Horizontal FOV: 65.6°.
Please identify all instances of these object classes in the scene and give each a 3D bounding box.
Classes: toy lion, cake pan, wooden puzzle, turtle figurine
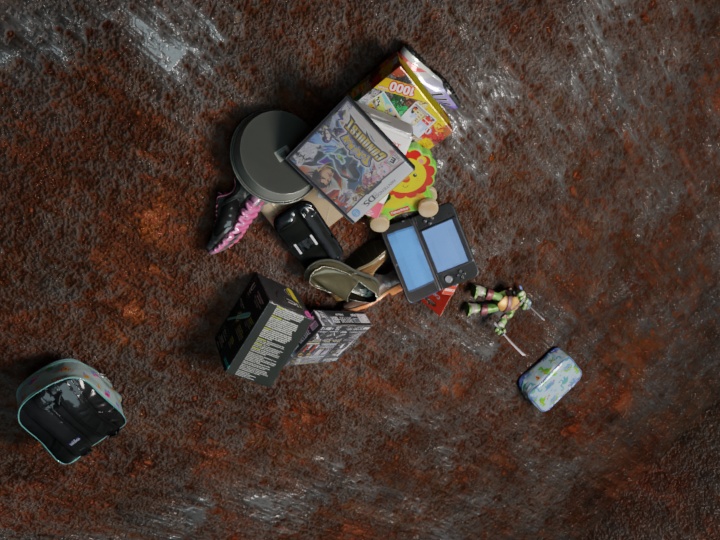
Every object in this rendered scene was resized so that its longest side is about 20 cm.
[{"bbox_3d":[0.084,-0.198,1.280,0.199,0.069,0.192,-17,130,20],"label":"toy lion"},{"bbox_3d":[-0.168,-0.240,1.158,0.199,0.037,0.202,2,86,-25],"label":"cake pan"},{"bbox_3d":[-0.125,-0.165,1.279,0.199,0.037,0.185,-35,125,1],"label":"wooden puzzle"},{"bbox_3d":[0.407,0.115,1.589,0.192,0.202,0.144,8,153,-6],"label":"turtle figurine"}]

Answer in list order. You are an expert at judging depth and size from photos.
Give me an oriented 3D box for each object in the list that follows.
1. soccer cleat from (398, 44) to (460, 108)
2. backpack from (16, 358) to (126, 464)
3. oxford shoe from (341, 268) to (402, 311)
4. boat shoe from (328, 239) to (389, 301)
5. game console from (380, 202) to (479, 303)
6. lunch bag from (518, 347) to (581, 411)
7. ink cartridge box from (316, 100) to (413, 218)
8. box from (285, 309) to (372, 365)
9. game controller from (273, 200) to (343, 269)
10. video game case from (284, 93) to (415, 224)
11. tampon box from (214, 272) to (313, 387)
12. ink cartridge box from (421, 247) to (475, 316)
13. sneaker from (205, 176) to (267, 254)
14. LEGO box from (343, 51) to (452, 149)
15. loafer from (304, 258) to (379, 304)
[{"bbox_3d":[0.146,-0.419,1.257,0.199,0.069,0.073,29,120,-35],"label":"soccer cleat"},{"bbox_3d":[-0.630,0.287,1.206,0.175,0.153,0.201,-32,134,-9],"label":"backpack"},{"bbox_3d":[0.032,0.048,1.456,0.199,0.071,0.073,-27,92,-2],"label":"oxford shoe"},{"bbox_3d":[0.000,0.000,1.405,0.199,0.072,0.068,-34,127,8],"label":"boat shoe"},{"bbox_3d":[0.172,-0.045,1.369,0.170,0.118,0.201,-22,89,23],"label":"game console"},{"bbox_3d":[0.641,0.371,1.888,0.200,0.082,0.161,-45,124,3],"label":"lunch bag"},{"bbox_3d":[0.008,-0.233,1.177,0.145,0.085,0.201,20,122,-7],"label":"ink cartridge box"},{"bbox_3d":[-0.085,0.168,1.394,0.158,0.050,0.199,-47,150,25],"label":"box"},{"bbox_3d":[-0.118,-0.073,1.296,0.104,0.042,0.200,-24,134,9],"label":"game controller"},{"bbox_3d":[-0.021,-0.217,1.126,0.180,0.026,0.200,-39,110,24],"label":"video game case"},{"bbox_3d":[-0.230,0.139,1.317,0.126,0.150,0.201,27,103,-33],"label":"tampon box"},{"bbox_3d":[0.208,0.007,1.472,0.050,0.109,0.201,9,113,-45],"label":"ink cartridge box"},{"bbox_3d":[-0.284,-0.123,1.212,0.095,0.079,0.200,42,108,0],"label":"sneaker"},{"bbox_3d":[0.083,-0.345,1.222,0.148,0.078,0.200,-34,128,24],"label":"LEGO box"},{"bbox_3d":[-0.037,0.030,1.326,0.198,0.070,0.076,14,117,-22],"label":"loafer"}]
